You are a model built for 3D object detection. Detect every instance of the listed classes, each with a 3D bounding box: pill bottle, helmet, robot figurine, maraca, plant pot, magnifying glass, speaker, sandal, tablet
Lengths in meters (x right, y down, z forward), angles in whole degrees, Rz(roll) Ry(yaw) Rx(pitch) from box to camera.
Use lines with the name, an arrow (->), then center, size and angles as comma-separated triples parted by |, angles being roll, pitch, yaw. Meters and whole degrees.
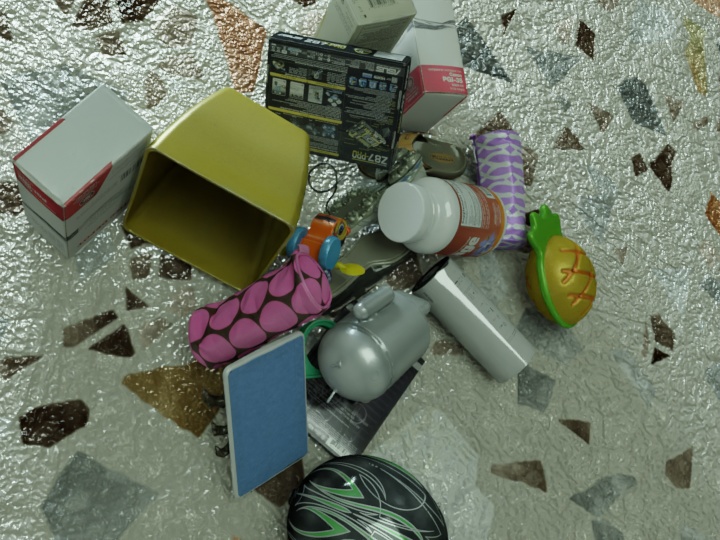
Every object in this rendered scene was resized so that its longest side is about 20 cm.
pill bottle -> 0.121, -0.078, 1.146 | 0.199, 0.112, 0.113 | 2, 74, -48
helmet -> 0.007, 0.331, 0.987 | 0.199, 0.191, 0.201 | 5, 74, -20
robot figurine -> 0.019, 0.103, 1.064 | 0.200, 0.113, 0.170 | -37, 134, -42
maraca -> 0.314, -0.005, 1.236 | 0.137, 0.107, 0.201 | -32, 105, -52
plant pot -> -0.175, -0.121, 1.040 | 0.199, 0.200, 0.177 | 30, 55, -10
magnifying glass -> -0.089, 0.132, 1.045 | 0.200, 0.022, 0.080 | -33, 104, -41
speaker -> 0.175, 0.076, 1.182 | 0.200, 0.081, 0.081 | 46, 65, -5
sandal -> 0.088, -0.183, 1.229 | 0.199, 0.055, 0.082 | 4, 75, -21
tablet -> -0.119, 0.186, 0.993 | 0.130, 0.014, 0.201 | -25, 125, -41

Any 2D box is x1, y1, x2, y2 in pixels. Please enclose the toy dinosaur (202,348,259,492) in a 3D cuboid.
toy dinosaur -> -0.151, 0.190, 1.026 | 0.102, 0.077, 0.201 | -13, 78, -17

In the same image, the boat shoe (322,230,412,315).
boat shoe -> 0.000, 0.000, 1.154 | 0.200, 0.057, 0.067 | -32, 62, -29

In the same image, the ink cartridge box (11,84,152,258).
ink cartridge box -> -0.343, -0.116, 0.961 | 0.083, 0.200, 0.147 | 42, 65, -3

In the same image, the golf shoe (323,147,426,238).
golf shoe -> 0.027, -0.092, 1.172 | 0.200, 0.078, 0.097 | -40, 131, -6

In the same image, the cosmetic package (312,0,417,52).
cosmetic package -> -0.007, -0.348, 1.154 | 0.105, 0.200, 0.071 | -20, 81, -26

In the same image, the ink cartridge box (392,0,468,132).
ink cartridge box -> 0.088, -0.340, 1.219 | 0.082, 0.146, 0.201 | -2, 77, -23

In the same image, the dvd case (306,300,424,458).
dvd case -> -0.015, 0.161, 1.120 | 0.149, 0.016, 0.200 | 41, 66, -6

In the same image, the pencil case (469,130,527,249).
pencil case -> 0.224, -0.131, 1.253 | 0.085, 0.084, 0.201 | 0, 77, -9

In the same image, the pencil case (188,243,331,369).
pencil case -> -0.133, 0.049, 0.997 | 0.091, 0.199, 0.094 | 13, 51, -65

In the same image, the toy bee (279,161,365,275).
toy bee -> -0.045, -0.033, 1.066 | 0.131, 0.109, 0.200 | 39, 103, 17

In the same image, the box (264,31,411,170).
box -> -0.037, -0.241, 1.104 | 0.199, 0.162, 0.049 | 12, 30, 9
